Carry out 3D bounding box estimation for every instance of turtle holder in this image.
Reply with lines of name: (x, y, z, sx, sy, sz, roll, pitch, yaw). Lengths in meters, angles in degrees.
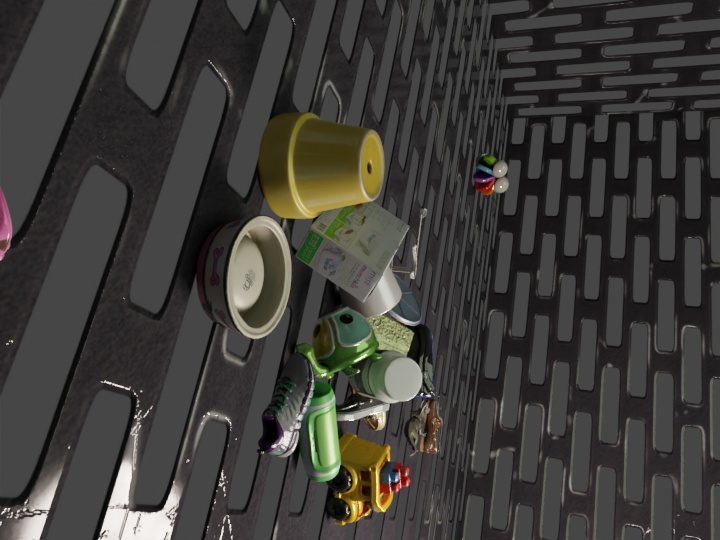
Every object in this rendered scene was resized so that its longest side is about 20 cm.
turtle holder: (-0.055, 0.162, 1.288, 0.141, 0.184, 0.133, 162, -95, -79)

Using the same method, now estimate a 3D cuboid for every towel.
towel: (0.041, 0.179, 1.500, 0.199, 0.036, 0.150, 27, 69, -24)

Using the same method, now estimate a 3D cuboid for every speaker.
speaker: (-0.090, 0.345, 1.264, 0.088, 0.087, 0.202, -40, 129, -61)

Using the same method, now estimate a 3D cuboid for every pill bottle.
pill bottle: (0.055, 0.242, 1.360, 0.200, 0.115, 0.118, 167, -69, -67)

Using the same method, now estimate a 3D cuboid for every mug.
mug: (-0.003, 0.005, 1.410, 0.149, 0.186, 0.154, -32, 119, -24)

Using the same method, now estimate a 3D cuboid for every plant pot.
plant pot: (-0.062, -0.197, 1.116, 0.200, 0.187, 0.203, 4, 90, -68)

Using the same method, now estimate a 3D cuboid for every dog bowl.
dog bowl: (-0.192, 0.008, 0.974, 0.200, 0.073, 0.203, 4, 90, -69)

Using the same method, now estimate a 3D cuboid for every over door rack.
over door rack: (0.085, -0.085, 1.559, 0.067, 0.146, 0.202, 54, 45, -65)

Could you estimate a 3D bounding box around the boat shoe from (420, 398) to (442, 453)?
boat shoe: (0.275, 0.588, 2.232, 0.070, 0.070, 0.202, 42, 54, -62)

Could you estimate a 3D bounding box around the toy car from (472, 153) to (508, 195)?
toy car: (0.607, -0.454, 2.837, 0.149, 0.175, 0.201, -32, 133, -18)

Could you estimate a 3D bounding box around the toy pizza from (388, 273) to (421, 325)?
toy pizza: (0.087, 0.073, 1.607, 0.199, 0.032, 0.201, 36, 27, -21)

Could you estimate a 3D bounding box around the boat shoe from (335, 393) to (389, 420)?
boat shoe: (-0.006, 0.328, 1.448, 0.199, 0.068, 0.057, 0, 83, -47)

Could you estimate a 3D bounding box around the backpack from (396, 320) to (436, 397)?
backpack: (0.105, 0.242, 1.628, 0.161, 0.167, 0.203, 9, 76, -24)

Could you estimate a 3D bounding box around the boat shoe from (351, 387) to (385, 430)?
boat shoe: (0.013, 0.342, 1.549, 0.063, 0.073, 0.202, -42, 121, -52)

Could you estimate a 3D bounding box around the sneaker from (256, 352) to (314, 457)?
sneaker: (-0.145, 0.254, 1.132, 0.087, 0.074, 0.202, 32, 64, -60)

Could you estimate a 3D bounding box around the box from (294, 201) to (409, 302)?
box: (-0.011, -0.065, 1.253, 0.097, 0.176, 0.201, -55, -177, 40)

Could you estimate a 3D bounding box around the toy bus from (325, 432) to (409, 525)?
toy bus: (0.024, 0.517, 1.433, 0.136, 0.190, 0.202, -36, 128, -64)

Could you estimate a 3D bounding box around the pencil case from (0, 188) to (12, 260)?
pencil case: (-0.383, -0.021, 0.477, 0.094, 0.090, 0.200, 53, 32, -3)

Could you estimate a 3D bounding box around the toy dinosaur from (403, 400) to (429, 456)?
toy dinosaur: (0.174, 0.541, 1.995, 0.200, 0.076, 0.103, -47, 124, -51)
